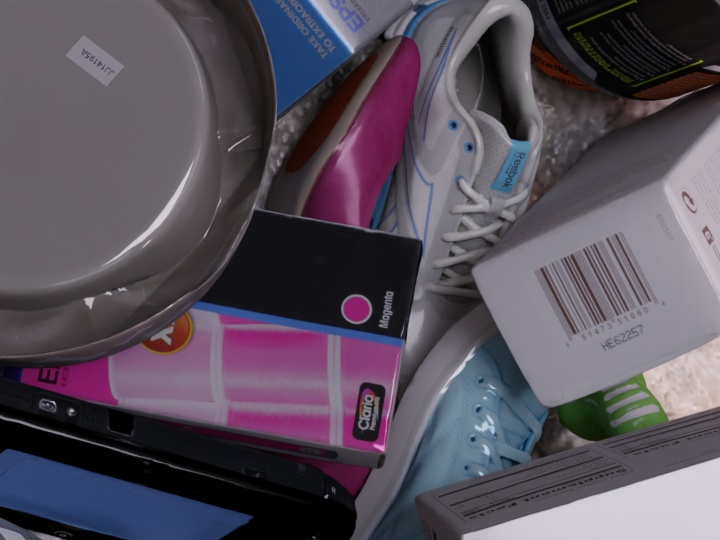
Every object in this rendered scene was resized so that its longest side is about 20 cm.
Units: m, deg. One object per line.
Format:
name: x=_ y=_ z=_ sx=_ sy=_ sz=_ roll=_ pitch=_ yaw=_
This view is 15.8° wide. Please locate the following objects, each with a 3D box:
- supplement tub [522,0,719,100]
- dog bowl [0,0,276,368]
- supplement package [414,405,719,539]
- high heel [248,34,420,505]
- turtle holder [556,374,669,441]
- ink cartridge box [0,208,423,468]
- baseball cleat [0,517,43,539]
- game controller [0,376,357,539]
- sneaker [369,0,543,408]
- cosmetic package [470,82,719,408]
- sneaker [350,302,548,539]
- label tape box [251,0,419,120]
supplement tub: x=0.152 y=-0.145 z=1.162 sx=0.122 sy=0.200 sz=0.123 roll=4 pitch=81 yaw=-27
dog bowl: x=-0.129 y=-0.052 z=1.044 sx=0.199 sy=0.059 sz=0.201 roll=-1 pitch=71 yaw=2
supplement package: x=0.126 y=0.169 z=1.025 sx=0.155 sy=0.111 sz=0.201 roll=-16 pitch=94 yaw=-8
high heel: x=0.000 y=0.000 z=1.142 sx=0.096 sy=0.067 sz=0.201 roll=30 pitch=84 yaw=-15
turtle holder: x=0.132 y=0.140 z=1.147 sx=0.185 sy=0.132 sz=0.141 roll=41 pitch=87 yaw=-7
ink cartridge box: x=-0.079 y=0.017 z=1.074 sx=0.199 sy=0.037 sz=0.095 roll=9 pitch=73 yaw=1
baseball cleat: x=-0.122 y=0.144 z=1.037 sx=0.199 sy=0.106 sz=0.070 roll=17 pitch=90 yaw=-21
game controller: x=-0.104 y=0.088 z=1.056 sx=0.199 sy=0.104 sz=0.042 roll=18 pitch=52 yaw=-23
sneaker: x=0.045 y=-0.031 z=1.157 sx=0.075 sy=0.087 sz=0.201 roll=5 pitch=82 yaw=-28
cosmetic package: x=0.133 y=-0.020 z=1.140 sx=0.074 sy=0.101 sz=0.200 roll=62 pitch=29 yaw=-6
sneaker: x=0.047 y=0.105 z=1.112 sx=0.074 sy=0.082 sz=0.201 roll=40 pitch=76 yaw=-45
label tape box: x=-0.036 y=-0.158 z=1.140 sx=0.200 sy=0.063 sz=0.144 roll=-43 pitch=97 yaw=-25
